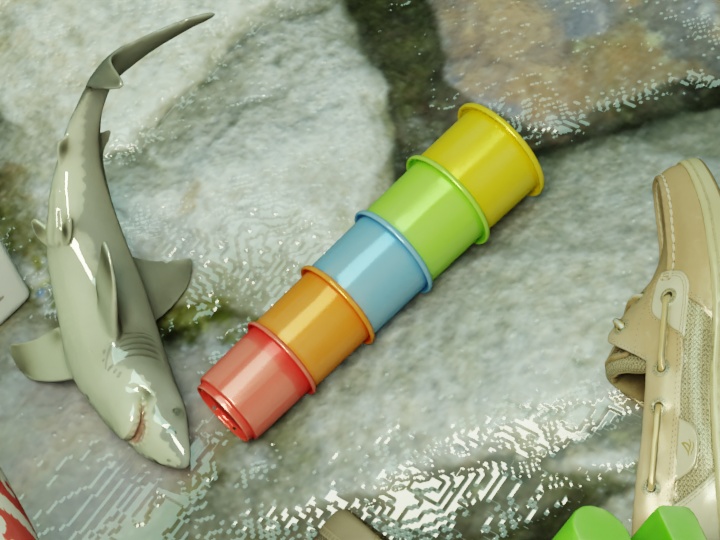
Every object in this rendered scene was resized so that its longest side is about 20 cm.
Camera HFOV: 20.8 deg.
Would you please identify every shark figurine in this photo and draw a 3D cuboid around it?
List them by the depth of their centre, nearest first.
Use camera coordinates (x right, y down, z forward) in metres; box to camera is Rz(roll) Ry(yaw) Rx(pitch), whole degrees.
[{"bbox_3d":[-0.115,-0.017,0.981,0.089,0.216,0.128,-9,8,-41],"label":"shark figurine"}]

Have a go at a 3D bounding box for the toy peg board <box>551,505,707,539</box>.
[{"bbox_3d":[0.140,0.178,0.724,0.199,0.098,0.200,4,45,-31],"label":"toy peg board"}]

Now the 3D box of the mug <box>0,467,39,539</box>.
[{"bbox_3d":[-0.160,0.160,0.729,0.133,0.178,0.200,-24,58,-26],"label":"mug"}]

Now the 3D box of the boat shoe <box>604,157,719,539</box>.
[{"bbox_3d":[0.144,0.035,0.903,0.064,0.071,0.201,-5,56,8],"label":"boat shoe"}]

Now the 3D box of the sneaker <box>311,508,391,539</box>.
[{"bbox_3d":[0.040,0.187,0.834,0.200,0.070,0.076,38,89,35],"label":"sneaker"}]

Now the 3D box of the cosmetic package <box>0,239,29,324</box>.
[{"bbox_3d":[-0.308,-0.023,0.986,0.200,0.167,0.167,33,67,28],"label":"cosmetic package"}]

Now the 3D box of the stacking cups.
[{"bbox_3d":[0.000,0.000,0.969,0.200,0.061,0.060,-41,57,-15],"label":"stacking cups"}]
